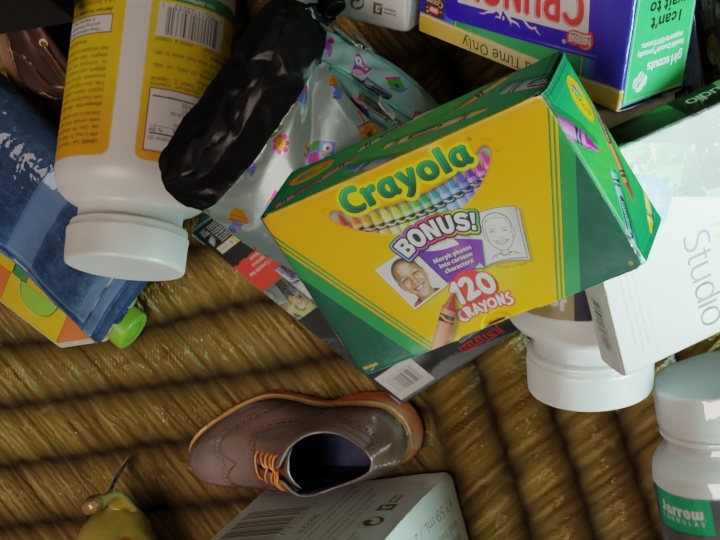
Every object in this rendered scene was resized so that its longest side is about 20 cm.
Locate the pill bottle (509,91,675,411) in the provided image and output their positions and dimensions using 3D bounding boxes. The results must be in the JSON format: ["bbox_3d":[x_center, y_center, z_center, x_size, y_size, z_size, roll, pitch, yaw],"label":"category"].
[{"bbox_3d":[0.143,-0.019,1.522,0.110,0.111,0.201,8,114,28],"label":"pill bottle"}]

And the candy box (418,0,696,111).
[{"bbox_3d":[0.124,-0.219,1.455,0.169,0.077,0.201,25,122,38],"label":"candy box"}]

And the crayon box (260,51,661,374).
[{"bbox_3d":[0.058,-0.031,1.401,0.199,0.058,0.119,-23,110,30],"label":"crayon box"}]

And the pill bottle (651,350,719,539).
[{"bbox_3d":[0.250,0.160,1.579,0.112,0.113,0.201,-2,108,31],"label":"pill bottle"}]

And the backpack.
[{"bbox_3d":[-0.010,-0.057,1.522,0.199,0.127,0.167,33,116,-16],"label":"backpack"}]

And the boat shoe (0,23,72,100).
[{"bbox_3d":[-0.238,-0.218,1.741,0.070,0.070,0.201,0,119,43],"label":"boat shoe"}]

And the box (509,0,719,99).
[{"bbox_3d":[0.166,-0.119,1.561,0.136,0.040,0.201,-2,108,32],"label":"box"}]

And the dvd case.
[{"bbox_3d":[0.000,0.000,1.664,0.200,0.022,0.146,40,136,-14],"label":"dvd case"}]

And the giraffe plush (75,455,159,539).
[{"bbox_3d":[-0.157,0.267,1.861,0.161,0.173,0.201,27,87,7],"label":"giraffe plush"}]

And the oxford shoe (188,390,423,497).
[{"bbox_3d":[-0.055,0.130,1.771,0.199,0.073,0.072,-13,103,34],"label":"oxford shoe"}]

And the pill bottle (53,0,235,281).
[{"bbox_3d":[-0.150,-0.099,1.663,0.112,0.113,0.201,-1,77,31],"label":"pill bottle"}]

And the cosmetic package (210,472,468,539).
[{"bbox_3d":[-0.011,0.272,1.741,0.165,0.167,0.201,-8,106,27],"label":"cosmetic package"}]

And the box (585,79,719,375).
[{"bbox_3d":[0.221,-0.041,1.465,0.036,0.199,0.145,38,149,59],"label":"box"}]

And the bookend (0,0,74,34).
[{"bbox_3d":[-0.209,-0.256,1.614,0.197,0.092,0.201,-7,72,18],"label":"bookend"}]

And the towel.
[{"bbox_3d":[-0.233,-0.050,1.768,0.200,0.048,0.112,44,128,8],"label":"towel"}]

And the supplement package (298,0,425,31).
[{"bbox_3d":[0.014,-0.272,1.542,0.117,0.117,0.201,17,117,24],"label":"supplement package"}]

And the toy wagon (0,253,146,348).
[{"bbox_3d":[-0.211,-0.040,1.816,0.155,0.040,0.201,35,123,14],"label":"toy wagon"}]
